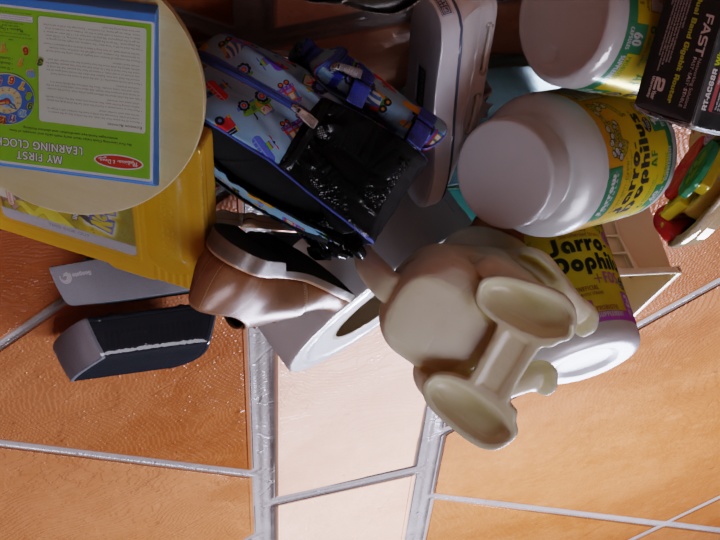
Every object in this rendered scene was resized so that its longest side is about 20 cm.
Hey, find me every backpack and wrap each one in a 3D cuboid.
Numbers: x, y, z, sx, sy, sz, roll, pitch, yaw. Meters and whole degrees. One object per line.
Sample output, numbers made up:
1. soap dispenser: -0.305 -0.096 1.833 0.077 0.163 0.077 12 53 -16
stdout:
1. backpack: -0.057 -0.109 1.623 0.135 0.200 0.183 -57 -174 -4

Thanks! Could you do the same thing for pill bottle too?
1. pill bottle: 0.162 -0.088 1.702 0.113 0.113 0.200 -31 171 32
2. pill bottle: 0.162 -0.011 1.843 0.104 0.201 0.104 -15 160 -6
3. pill bottle: 0.231 -0.187 1.676 0.199 0.113 0.113 5 150 -38

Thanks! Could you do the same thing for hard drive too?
1. hard drive: -0.208 0.067 1.981 0.134 0.043 0.200 -7 173 -17
2. hard drive: -0.155 -0.001 1.864 0.199 0.043 0.135 -9 178 11

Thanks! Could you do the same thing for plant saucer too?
1. plant saucer: 0.093 -0.130 1.826 0.199 0.028 0.200 -12 156 -6

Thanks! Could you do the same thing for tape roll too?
1. tape roll: 0.000 0.000 1.846 0.202 0.071 0.202 -35 169 -8

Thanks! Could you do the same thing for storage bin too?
1. storage bin: 0.171 0.012 2.103 0.198 0.094 0.200 -3 154 -27

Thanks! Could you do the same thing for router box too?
1. router box: 0.299 -0.196 1.607 0.150 0.201 0.062 9 -170 -43

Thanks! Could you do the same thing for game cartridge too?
1. game cartridge: -0.204 -0.069 1.607 0.199 0.032 0.177 19 144 13

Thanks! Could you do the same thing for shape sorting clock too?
1. shape sorting clock: -0.204 -0.131 1.502 0.199 0.200 0.039 -24 -164 21

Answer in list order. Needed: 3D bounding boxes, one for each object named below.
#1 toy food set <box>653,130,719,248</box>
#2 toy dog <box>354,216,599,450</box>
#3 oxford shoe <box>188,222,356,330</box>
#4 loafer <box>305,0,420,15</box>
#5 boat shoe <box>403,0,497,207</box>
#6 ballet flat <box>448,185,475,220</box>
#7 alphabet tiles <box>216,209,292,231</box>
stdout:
1. toy food set: 0.310 -0.108 1.810 0.049 0.200 0.198 33 161 -2
2. toy dog: 0.089 0.032 1.709 0.193 0.140 0.200 21 -162 7
3. oxford shoe: -0.073 0.014 1.662 0.071 0.071 0.200 -59 151 10
4. loafer: -0.021 -0.213 1.518 0.073 0.072 0.200 -30 152 31
5. boat shoe: 0.074 -0.134 1.702 0.065 0.074 0.200 -14 139 -21
6. ballet flat: 0.116 -0.058 1.952 0.199 0.076 0.064 -16 -179 13
7. alphabet tiles: -0.147 -0.046 1.762 0.195 0.015 0.200 3 -178 -37
